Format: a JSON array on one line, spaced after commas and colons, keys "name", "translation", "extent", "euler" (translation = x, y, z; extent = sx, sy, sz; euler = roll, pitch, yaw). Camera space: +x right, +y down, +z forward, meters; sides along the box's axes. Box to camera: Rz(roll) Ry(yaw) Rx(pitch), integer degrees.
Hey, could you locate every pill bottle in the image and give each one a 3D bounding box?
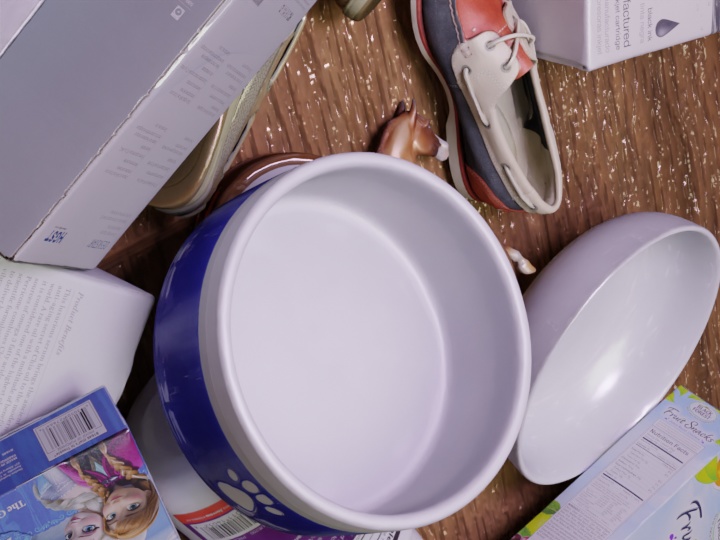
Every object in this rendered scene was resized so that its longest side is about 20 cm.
[{"name": "pill bottle", "translation": [-0.044, 0.133, 1.181], "extent": [0.113, 0.112, 0.200], "euler": [-53, 131, -12]}]

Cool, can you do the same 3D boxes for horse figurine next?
[{"name": "horse figurine", "translation": [0.016, 0.014, 1.226], "extent": [0.132, 0.050, 0.200], "euler": [43, 83, -27]}]

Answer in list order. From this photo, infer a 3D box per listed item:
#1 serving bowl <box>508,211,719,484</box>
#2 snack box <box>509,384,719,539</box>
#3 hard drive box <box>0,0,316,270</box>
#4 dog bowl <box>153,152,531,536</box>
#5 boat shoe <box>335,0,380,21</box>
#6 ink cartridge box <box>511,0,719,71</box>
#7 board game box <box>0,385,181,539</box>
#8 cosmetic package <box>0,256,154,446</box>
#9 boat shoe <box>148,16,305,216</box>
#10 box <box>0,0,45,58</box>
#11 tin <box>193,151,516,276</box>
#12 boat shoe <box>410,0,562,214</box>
[{"name": "serving bowl", "translation": [0.150, 0.042, 1.321], "extent": [0.200, 0.066, 0.201], "euler": [-34, 144, -29]}, {"name": "snack box", "translation": [0.186, 0.205, 1.399], "extent": [0.200, 0.068, 0.169], "euler": [-40, 142, -23]}, {"name": "hard drive box", "translation": [-0.114, -0.100, 0.978], "extent": [0.200, 0.077, 0.156], "euler": [-50, 174, 2]}, {"name": "dog bowl", "translation": [-0.009, 0.042, 1.078], "extent": [0.199, 0.079, 0.201], "euler": [8, 75, -33]}, {"name": "boat shoe", "translation": [0.021, -0.242, 1.145], "extent": [0.063, 0.073, 0.202], "euler": [23, 94, 1]}, {"name": "ink cartridge box", "translation": [0.187, -0.223, 1.266], "extent": [0.199, 0.084, 0.146], "euler": [-19, 116, -33]}, {"name": "board game box", "translation": [-0.188, 0.184, 1.068], "extent": [0.199, 0.043, 0.200], "euler": [-28, 134, -10]}, {"name": "cosmetic package", "translation": [-0.216, 0.027, 1.032], "extent": [0.199, 0.071, 0.102], "euler": [21, 92, -41]}, {"name": "boat shoe", "translation": [-0.071, -0.126, 1.096], "extent": [0.063, 0.073, 0.202], "euler": [29, 81, -76]}, {"name": "box", "translation": [-0.203, -0.126, 0.895], "extent": [0.086, 0.200, 0.164], "euler": [40, 79, -17]}, {"name": "tin", "translation": [0.000, 0.000, 1.171], "extent": [0.199, 0.042, 0.113], "euler": [19, 80, -18]}, {"name": "boat shoe", "translation": [0.081, -0.123, 1.218], "extent": [0.071, 0.062, 0.201], "euler": [-37, 129, -33]}]
